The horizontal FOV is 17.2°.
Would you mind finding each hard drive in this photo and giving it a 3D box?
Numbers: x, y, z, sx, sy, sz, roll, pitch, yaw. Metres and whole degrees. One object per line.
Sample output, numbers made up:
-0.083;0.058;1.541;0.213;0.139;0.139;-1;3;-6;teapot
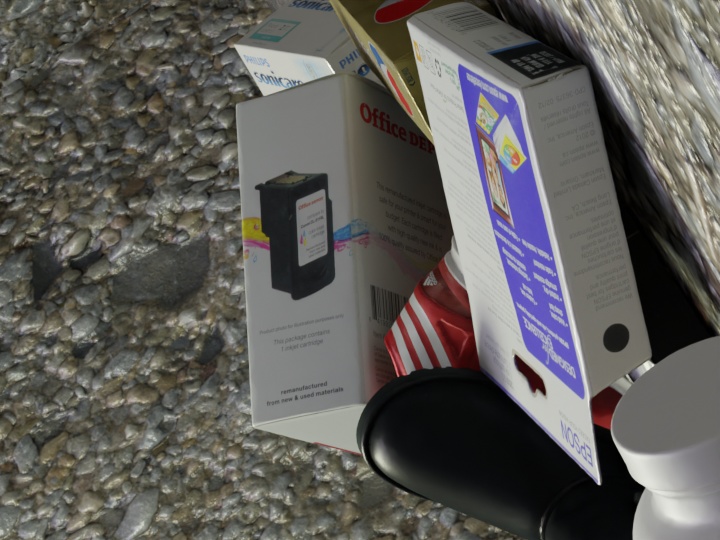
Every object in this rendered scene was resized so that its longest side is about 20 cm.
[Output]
0.168;0.058;1.244;0.201;0.038;0.140;58;179;20;hard drive

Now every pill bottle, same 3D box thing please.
0.173;0.125;0.939;0.201;0.104;0.104;60;179;-23;pill bottle

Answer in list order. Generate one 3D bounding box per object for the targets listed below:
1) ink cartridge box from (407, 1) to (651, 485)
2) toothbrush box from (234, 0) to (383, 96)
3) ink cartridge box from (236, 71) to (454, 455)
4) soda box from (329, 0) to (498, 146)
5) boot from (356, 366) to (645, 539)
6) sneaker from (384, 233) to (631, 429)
0.084;-0.020;1.184;0.198;0.043;0.202;-134;30;-69;ink cartridge box
0.017;-0.099;1.702;0.146;0.085;0.201;19;142;59;toothbrush box
0.000;0.000;1.437;0.145;0.082;0.202;21;-119;-56;ink cartridge box
0.036;-0.134;1.358;0.068;0.064;0.200;59;179;-24;soda box
0.106;0.127;1.249;0.199;0.077;0.168;18;-166;-17;boot
0.096;0.067;1.369;0.199;0.116;0.079;36;-160;-20;sneaker
